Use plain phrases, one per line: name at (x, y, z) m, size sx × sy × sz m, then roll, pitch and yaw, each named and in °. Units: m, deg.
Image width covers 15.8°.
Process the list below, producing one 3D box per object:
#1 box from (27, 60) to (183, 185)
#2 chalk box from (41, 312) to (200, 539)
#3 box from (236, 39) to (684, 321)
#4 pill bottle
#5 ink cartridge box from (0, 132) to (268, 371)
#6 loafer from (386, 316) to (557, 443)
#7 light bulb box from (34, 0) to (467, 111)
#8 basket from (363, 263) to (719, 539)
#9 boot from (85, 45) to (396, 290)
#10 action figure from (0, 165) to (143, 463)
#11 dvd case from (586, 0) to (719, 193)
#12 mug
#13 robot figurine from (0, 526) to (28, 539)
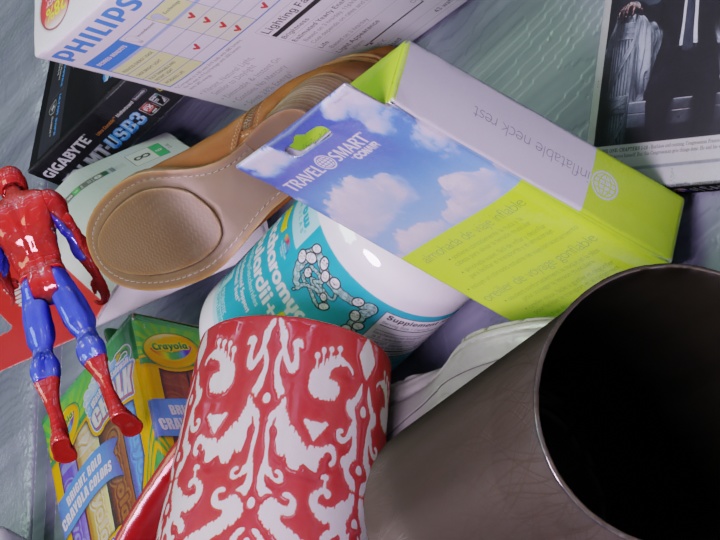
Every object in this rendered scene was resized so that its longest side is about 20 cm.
box at (-0.152, -0.182, 1.801) m, size 0.198 × 0.050 × 0.200 m, roll -37°, pitch 37°, yaw 48°
chalk box at (-0.111, 0.113, 1.608) m, size 0.124 × 0.125 × 0.200 m, roll -47°, pitch 45°, yaw 38°
box at (0.051, -0.044, 1.339) m, size 0.122 × 0.200 × 0.048 m, roll -33°, pitch 34°, yaw 53°
pill bottle at (0.000, 0.000, 1.492) m, size 0.200 × 0.111 × 0.111 m, roll -45°, pitch 45°, yaw 39°
ink cartridge box at (-0.178, -0.016, 1.691) m, size 0.161 × 0.200 × 0.050 m, roll 35°, pitch 143°, yaw 58°
loafer at (0.068, 0.078, 1.410) m, size 0.200 × 0.070 × 0.070 m, roll -37°, pitch 55°, yaw 54°
light bulb box at (-0.068, -0.200, 1.579) m, size 0.198 × 0.200 × 0.125 m, roll -33°, pitch 53°, yaw 46°
basket at (0.098, 0.097, 1.265) m, size 0.200 × 0.180 × 0.136 m, roll -35°, pitch 76°, yaw 50°
boot at (-0.060, -0.064, 1.563) m, size 0.200 × 0.155 × 0.074 m, roll -26°, pitch 99°, yaw 29°
action figure at (-0.181, 0.029, 1.567) m, size 0.099 × 0.065 × 0.200 m, roll 70°, pitch 178°, yaw -62°
dvd case at (0.182, -0.140, 1.347) m, size 0.150 × 0.025 × 0.201 m, roll -3°, pitch 78°, yaw 55°
mug at (-0.069, 0.134, 1.402) m, size 0.177 × 0.133 × 0.200 m, roll 2°, pitch 67°, yaw 15°
robot figurine at (-0.227, 0.270, 1.738) m, size 0.170 × 0.113 × 0.200 m, roll -39°, pitch 46°, yaw 18°
